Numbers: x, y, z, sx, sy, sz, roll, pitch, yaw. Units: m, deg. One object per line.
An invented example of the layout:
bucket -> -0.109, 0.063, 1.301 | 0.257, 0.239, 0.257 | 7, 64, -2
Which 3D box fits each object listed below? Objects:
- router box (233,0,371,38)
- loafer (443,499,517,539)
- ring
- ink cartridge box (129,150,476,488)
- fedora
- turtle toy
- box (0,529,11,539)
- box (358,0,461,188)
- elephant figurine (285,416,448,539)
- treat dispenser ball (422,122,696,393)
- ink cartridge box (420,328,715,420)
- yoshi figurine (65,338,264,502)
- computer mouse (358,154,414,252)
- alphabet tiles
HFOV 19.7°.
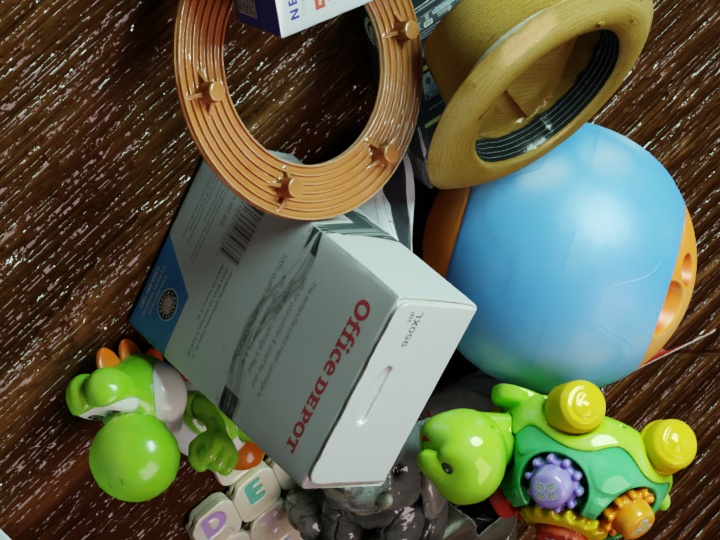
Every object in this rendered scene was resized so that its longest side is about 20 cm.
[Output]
router box -> -0.005, -0.262, 1.222 | 0.179, 0.049, 0.200 | -26, 122, -29
loafer -> 0.059, 0.228, 1.767 | 0.200, 0.073, 0.071 | -13, 120, -47
ring -> -0.032, -0.131, 1.293 | 0.200, 0.019, 0.201 | 1, 88, -42
ink cartridge box -> -0.041, 0.029, 1.357 | 0.084, 0.200, 0.145 | 5, 118, -49
fedora -> 0.101, -0.139, 1.362 | 0.201, 0.082, 0.201 | -33, 161, -13
turtle toy -> 0.135, 0.141, 1.491 | 0.200, 0.146, 0.101 | 22, 71, -15
box -> -0.299, 0.250, 1.337 | 0.199, 0.131, 0.200 | -39, 143, -15
box -> 0.099, -0.174, 1.458 | 0.200, 0.049, 0.161 | -37, 140, -19
elephant figurine -> 0.020, 0.147, 1.554 | 0.141, 0.155, 0.200 | -8, 138, -13
treat dispenser ball -> 0.146, -0.010, 1.523 | 0.201, 0.201, 0.201 | -28, 139, -28
ink cartridge box -> 0.159, 0.077, 1.650 | 0.162, 0.050, 0.200 | -22, 176, -34
yoshi figurine -> -0.123, 0.120, 1.435 | 0.200, 0.112, 0.112 | 15, 117, -49
computer mouse -> 0.000, 0.000, 1.415 | 0.044, 0.200, 0.110 | 16, 151, -39
alphabet tiles -> -0.047, 0.161, 1.629 | 0.200, 0.015, 0.196 | -38, 142, -16
